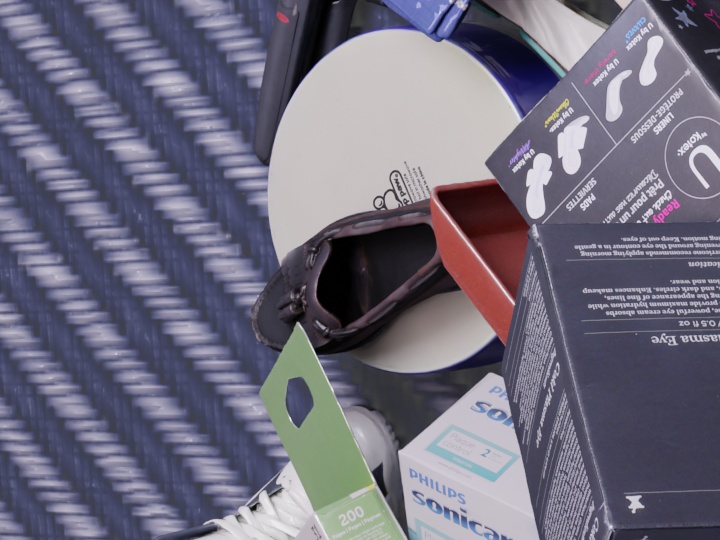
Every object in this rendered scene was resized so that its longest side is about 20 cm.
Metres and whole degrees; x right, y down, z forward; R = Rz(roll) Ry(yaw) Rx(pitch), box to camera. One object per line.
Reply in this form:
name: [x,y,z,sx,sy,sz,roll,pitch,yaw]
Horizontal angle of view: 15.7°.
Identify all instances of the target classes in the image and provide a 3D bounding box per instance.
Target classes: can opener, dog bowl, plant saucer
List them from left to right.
can opener: [-0.025,-0.152,1.550,0.079,0.063,0.201,53,128,49]
dog bowl: [0.045,-0.042,1.500,0.199,0.079,0.201,4,97,38]
plant saucer: [0.141,0.034,1.356,0.037,0.199,0.200,-49,66,32]

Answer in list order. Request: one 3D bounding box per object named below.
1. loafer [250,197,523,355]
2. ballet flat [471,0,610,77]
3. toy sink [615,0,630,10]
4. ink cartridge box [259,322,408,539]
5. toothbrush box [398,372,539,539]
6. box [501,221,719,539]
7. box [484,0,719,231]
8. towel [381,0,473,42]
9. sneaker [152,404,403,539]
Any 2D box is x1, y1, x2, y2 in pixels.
loafer: [0.000,0.000,1.442,0.200,0.063,0.072,-23,80,42]
ballet flat: [0.096,-0.156,1.426,0.200,0.069,0.069,38,121,-6]
toy sink: [0.184,-0.249,1.348,0.130,0.112,0.200,50,127,22]
ink cartridge box: [-0.019,0.145,1.468,0.201,0.048,0.146,61,161,12]
toothbrush box: [0.109,0.176,1.420,0.146,0.085,0.201,24,136,34]
box: [0.179,0.076,1.176,0.183,0.199,0.104,-100,13,-45]
box: [0.184,-0.057,1.311,0.132,0.200,0.115,-48,66,32]
towel: [0.043,-0.237,1.360,0.145,0.024,0.200,40,112,22]
sneaker: [-0.062,0.168,1.574,0.080,0.129,0.199,52,122,20]
